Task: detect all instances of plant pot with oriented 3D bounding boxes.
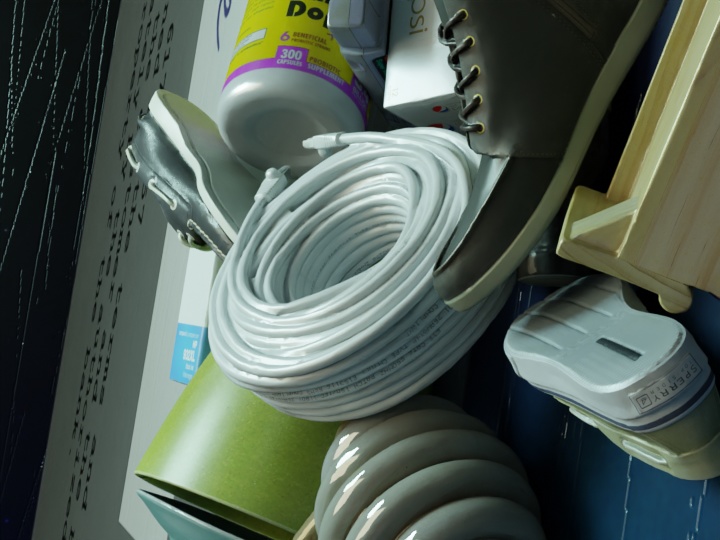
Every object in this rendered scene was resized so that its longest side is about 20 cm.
[{"bbox_3d":[-0.026,0.079,0.979,0.201,0.186,0.187,-67,16,-13],"label":"plant pot"}]

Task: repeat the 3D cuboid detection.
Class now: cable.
[{"bbox_3d":[0.000,0.000,0.854,0.199,0.069,0.200,-3,46,43],"label":"cable"}]

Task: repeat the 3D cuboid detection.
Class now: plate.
[{"bbox_3d":[-0.056,0.189,0.935,0.026,0.199,0.200,-68,17,-9],"label":"plate"}]

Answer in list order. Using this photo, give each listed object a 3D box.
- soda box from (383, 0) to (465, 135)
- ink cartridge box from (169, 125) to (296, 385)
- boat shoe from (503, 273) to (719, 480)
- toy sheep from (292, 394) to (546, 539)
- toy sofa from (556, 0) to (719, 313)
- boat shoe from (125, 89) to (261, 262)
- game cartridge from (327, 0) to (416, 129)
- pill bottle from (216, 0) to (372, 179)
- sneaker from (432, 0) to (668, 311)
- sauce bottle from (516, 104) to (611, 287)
[{"bbox_3d":[0.066,-0.192,0.945,0.063,0.068,0.201,-7,72,38],"label":"soda box"},{"bbox_3d":[-0.053,-0.003,1.109,0.084,0.144,0.201,180,99,-71],"label":"ink cartridge box"},{"bbox_3d":[0.119,0.051,0.695,0.062,0.072,0.200,58,180,-11],"label":"boat shoe"},{"bbox_3d":[0.037,0.145,0.801,0.200,0.137,0.138,54,133,46],"label":"toy sheep"},{"bbox_3d":[0.164,-0.085,0.632,0.083,0.097,0.201,-61,-10,-66],"label":"toy sofa"},{"bbox_3d":[-0.108,-0.049,1.011,0.060,0.074,0.200,-54,50,19],"label":"boat shoe"},{"bbox_3d":[0.023,-0.181,1.000,0.200,0.038,0.130,44,-135,-69],"label":"game cartridge"},{"bbox_3d":[-0.034,-0.171,1.049,0.104,0.104,0.201,127,159,-54],"label":"pill bottle"},{"bbox_3d":[0.062,-0.086,0.727,0.201,0.106,0.075,-62,8,3],"label":"sneaker"},{"bbox_3d":[0.107,-0.093,0.803,0.065,0.064,0.201,154,119,-68],"label":"sauce bottle"}]
